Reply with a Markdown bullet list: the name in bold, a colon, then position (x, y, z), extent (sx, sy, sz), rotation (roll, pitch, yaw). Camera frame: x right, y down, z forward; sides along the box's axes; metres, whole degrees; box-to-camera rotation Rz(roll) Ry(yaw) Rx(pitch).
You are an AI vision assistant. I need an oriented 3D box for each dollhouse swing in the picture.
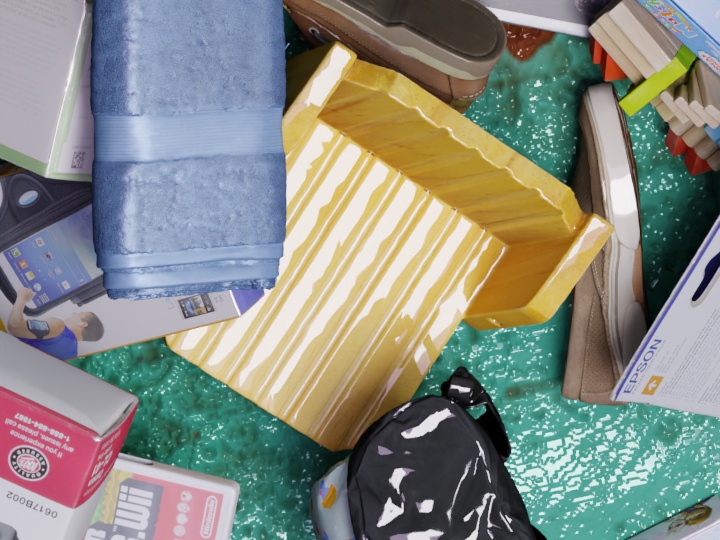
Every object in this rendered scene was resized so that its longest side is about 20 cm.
- **dollhouse swing**: position (0.000, 0.000, 1.608), extent (0.199, 0.182, 0.176), rotation (34, 77, -15)

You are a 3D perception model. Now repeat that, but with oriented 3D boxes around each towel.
- **towel**: position (-0.096, -0.086, 1.504), extent (0.111, 0.048, 0.201), rotation (-3, 99, -24)

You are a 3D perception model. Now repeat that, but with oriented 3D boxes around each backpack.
- **backpack**: position (0.039, 0.155, 1.631), extent (0.126, 0.200, 0.168), rotation (-18, 85, -5)

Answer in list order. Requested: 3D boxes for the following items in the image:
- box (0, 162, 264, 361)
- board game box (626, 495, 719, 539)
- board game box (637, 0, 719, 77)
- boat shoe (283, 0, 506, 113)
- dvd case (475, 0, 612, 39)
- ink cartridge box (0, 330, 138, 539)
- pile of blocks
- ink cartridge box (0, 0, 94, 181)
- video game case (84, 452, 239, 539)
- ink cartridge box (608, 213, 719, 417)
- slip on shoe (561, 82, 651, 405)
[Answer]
- **box**: position (-0.146, -0.017, 1.591), extent (0.199, 0.041, 0.120), rotation (-14, 105, 30)
- **board game box**: position (0.184, 0.276, 1.759), extent (0.199, 0.041, 0.200), rotation (-26, 106, -1)
- **board game box**: position (0.223, -0.203, 1.603), extent (0.200, 0.037, 0.152), rotation (39, 74, -22)
- **boat shoe**: position (-0.014, -0.155, 1.607), extent (0.199, 0.072, 0.068), rotation (34, 138, 3)
- **dvd case**: position (0.139, -0.215, 1.641), extent (0.199, 0.025, 0.151), rotation (9, 102, -11)
- **ink cartridge box**: position (-0.230, 0.137, 1.533), extent (0.147, 0.086, 0.201), rotation (23, 107, 3)
- **pile of blocks**: position (0.200, -0.089, 1.637), extent (0.200, 0.082, 0.062), rotation (37, 119, -25)
- **ink cartridge box**: position (-0.190, -0.167, 1.548), extent (0.048, 0.145, 0.201), rotation (2, 106, -51)
- **video game case**: position (-0.180, 0.169, 1.592), extent (0.199, 0.017, 0.144), rotation (13, 101, 6)
- **ink cartridge box**: position (0.243, -0.002, 1.634), extent (0.199, 0.041, 0.200), rotation (12, 114, -48)
- **slip on shoe**: position (0.143, -0.013, 1.671), extent (0.060, 0.076, 0.201), rotation (-6, 110, 8)
